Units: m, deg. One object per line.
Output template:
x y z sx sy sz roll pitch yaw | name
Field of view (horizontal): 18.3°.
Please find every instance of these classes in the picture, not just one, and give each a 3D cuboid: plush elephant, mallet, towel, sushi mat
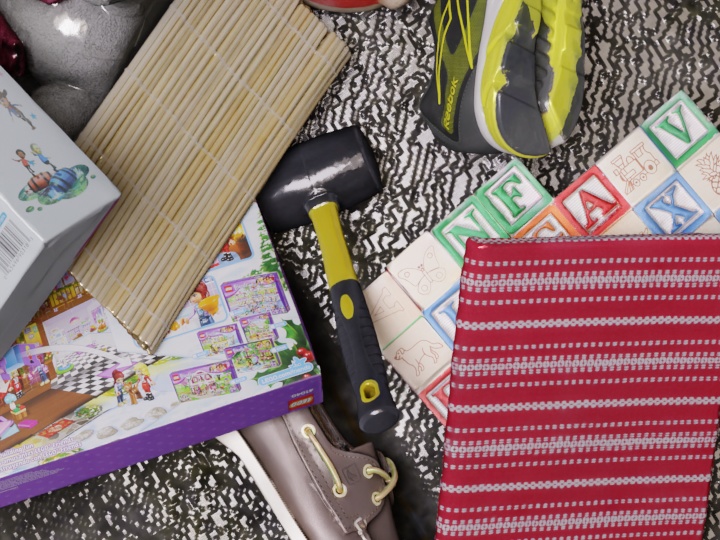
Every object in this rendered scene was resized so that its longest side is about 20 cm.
-0.171 -0.152 1.089 0.155 0.200 0.165 29 121 5 | plush elephant
0.000 0.000 1.092 0.066 0.200 0.041 -27 132 1 | mallet
0.109 0.074 1.093 0.144 0.022 0.201 -2 114 -16 | towel
-0.082 -0.066 1.089 0.096 0.012 0.200 43 64 -24 | sushi mat

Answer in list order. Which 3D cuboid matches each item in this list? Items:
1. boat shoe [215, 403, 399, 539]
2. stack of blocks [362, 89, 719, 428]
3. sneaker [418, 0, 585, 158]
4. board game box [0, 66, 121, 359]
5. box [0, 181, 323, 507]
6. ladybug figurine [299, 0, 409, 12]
-0.018 0.103 1.136 0.059 0.072 0.200 -39 82 6 | boat shoe
0.104 -0.003 1.131 0.200 0.059 0.115 -40 87 3 | stack of blocks
0.072 -0.151 1.126 0.074 0.084 0.201 27 68 -36 | sneaker
-0.222 -0.053 1.007 0.200 0.064 0.148 45 130 4 | board game box
-0.133 0.030 1.100 0.199 0.039 0.137 -17 65 -8 | box
-0.030 -0.221 1.134 0.136 0.072 0.200 -35 88 3 | ladybug figurine
